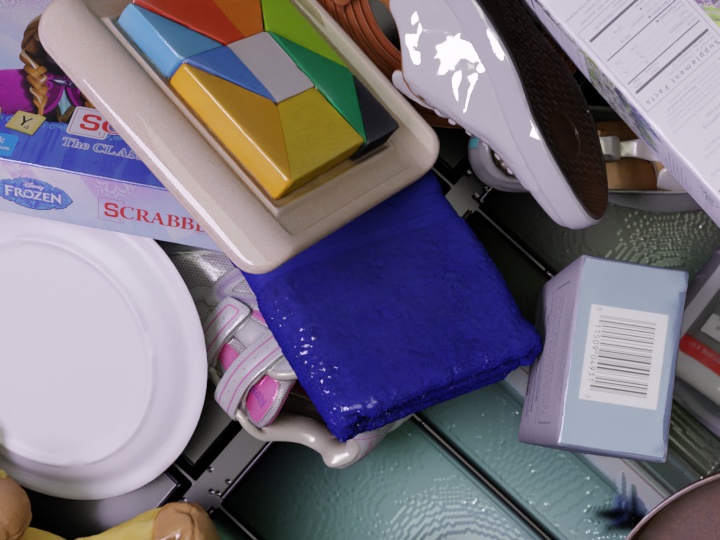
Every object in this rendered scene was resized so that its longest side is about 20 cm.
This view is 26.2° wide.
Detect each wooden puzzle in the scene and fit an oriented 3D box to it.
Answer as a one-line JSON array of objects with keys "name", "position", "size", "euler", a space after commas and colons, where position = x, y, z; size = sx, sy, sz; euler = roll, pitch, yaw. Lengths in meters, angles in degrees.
[{"name": "wooden puzzle", "position": [-0.057, -0.104, 0.867], "size": [0.185, 0.200, 0.037], "euler": [48, 128, 5]}]

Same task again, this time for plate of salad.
[{"name": "plate of salad", "position": [-0.180, 0.042, 0.928], "size": [0.197, 0.048, 0.203], "euler": [6, 111, 15]}]

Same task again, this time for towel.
[{"name": "towel", "position": [0.000, 0.000, 0.916], "size": [0.146, 0.050, 0.201], "euler": [-19, 58, -24]}]

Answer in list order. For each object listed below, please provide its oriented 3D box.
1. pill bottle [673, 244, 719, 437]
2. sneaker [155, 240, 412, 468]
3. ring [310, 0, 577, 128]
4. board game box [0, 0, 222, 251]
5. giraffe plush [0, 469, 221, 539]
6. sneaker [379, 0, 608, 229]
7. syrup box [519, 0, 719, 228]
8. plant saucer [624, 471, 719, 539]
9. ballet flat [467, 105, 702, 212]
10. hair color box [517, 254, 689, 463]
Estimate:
[{"name": "pill bottle", "position": [0.270, 0.008, 0.933], "size": [0.114, 0.114, 0.201], "euler": [38, 86, 3]}, {"name": "sneaker", "position": [-0.058, 0.047, 0.925], "size": [0.198, 0.088, 0.082], "euler": [28, 122, 3]}, {"name": "ring", "position": [0.066, -0.186, 0.957], "size": [0.198, 0.019, 0.203], "euler": [-3, 107, -10]}, {"name": "board game box", "position": [-0.146, -0.105, 0.916], "size": [0.197, 0.041, 0.201], "euler": [10, 43, 0]}, {"name": "giraffe plush", "position": [-0.204, 0.172, 0.884], "size": [0.199, 0.173, 0.162], "euler": [-37, 100, 27]}, {"name": "sneaker", "position": [0.074, -0.106, 0.922], "size": [0.084, 0.073, 0.201], "euler": [-31, 87, 37]}, {"name": "syrup box", "position": [0.178, -0.123, 0.894], "size": [0.081, 0.079, 0.200], "euler": [-41, 75, 5]}, {"name": "plant saucer", "position": [0.237, 0.194, 0.920], "size": [0.197, 0.035, 0.203], "euler": [0, 113, -1]}, {"name": "ballet flat", "position": [0.167, -0.072, 0.964], "size": [0.197, 0.064, 0.068], "euler": [1, 88, -1]}, {"name": "hair color box", "position": [0.134, 0.054, 0.883], "size": [0.060, 0.200, 0.100], "euler": [9, 84, 0]}]
